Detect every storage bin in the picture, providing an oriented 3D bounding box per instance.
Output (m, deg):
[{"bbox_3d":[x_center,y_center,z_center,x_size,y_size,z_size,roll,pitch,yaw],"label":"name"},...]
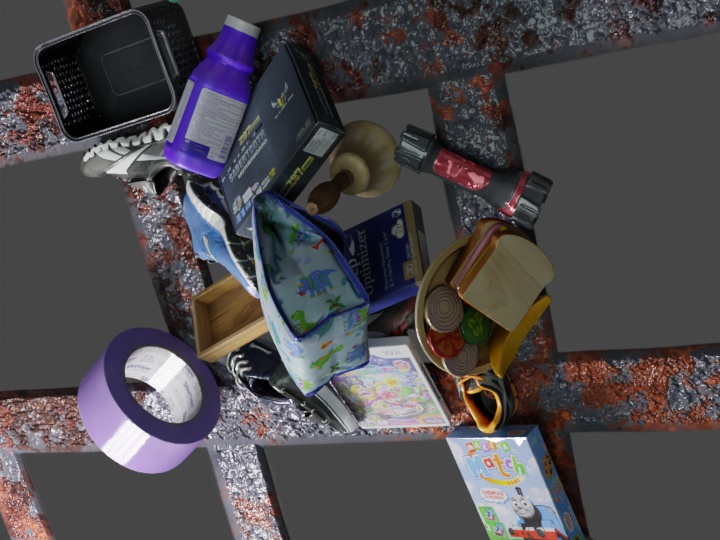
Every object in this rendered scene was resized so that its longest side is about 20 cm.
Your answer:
[{"bbox_3d":[-0.320,-0.267,1.308,0.197,0.094,0.137,-12,106,25],"label":"storage bin"}]

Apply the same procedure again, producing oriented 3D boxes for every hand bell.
[{"bbox_3d":[-0.024,-0.108,1.206,0.102,0.200,0.106,8,116,16],"label":"hand bell"}]

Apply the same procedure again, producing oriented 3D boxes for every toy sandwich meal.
[{"bbox_3d":[0.161,0.042,1.228,0.070,0.202,0.209,26,132,60],"label":"toy sandwich meal"}]

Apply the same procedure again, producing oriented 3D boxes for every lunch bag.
[{"bbox_3d":[-0.071,0.022,1.199,0.201,0.126,0.171,55,163,27],"label":"lunch bag"}]

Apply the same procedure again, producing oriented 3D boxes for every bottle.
[{"bbox_3d":[-0.185,-0.225,1.255,0.065,0.083,0.203,32,103,49],"label":"bottle"}]

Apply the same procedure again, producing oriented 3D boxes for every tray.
[{"bbox_3d":[-0.158,0.045,1.389,0.198,0.037,0.100,-30,57,30],"label":"tray"}]

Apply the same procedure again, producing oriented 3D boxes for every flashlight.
[{"bbox_3d":[0.138,-0.122,1.215,0.197,0.068,0.069,26,120,7],"label":"flashlight"}]

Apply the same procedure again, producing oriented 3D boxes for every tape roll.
[{"bbox_3d":[-0.312,0.191,1.447,0.200,0.200,0.085,45,119,-3],"label":"tape roll"}]

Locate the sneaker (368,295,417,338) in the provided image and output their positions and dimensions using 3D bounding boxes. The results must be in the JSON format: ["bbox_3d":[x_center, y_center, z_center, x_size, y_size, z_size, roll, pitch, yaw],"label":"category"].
[{"bbox_3d":[0.000,0.068,1.349,0.198,0.071,0.099,-26,104,30],"label":"sneaker"}]

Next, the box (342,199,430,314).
[{"bbox_3d":[0.000,0.000,1.300,0.198,0.032,0.123,-25,58,28],"label":"box"}]

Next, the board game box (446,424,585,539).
[{"bbox_3d":[0.218,0.311,1.362,0.150,0.036,0.203,-11,107,48],"label":"board game box"}]

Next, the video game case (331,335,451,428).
[{"bbox_3d":[0.032,0.160,1.354,0.141,0.018,0.201,-5,139,23],"label":"video game case"}]

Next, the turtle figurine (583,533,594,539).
[{"bbox_3d":[0.378,0.441,1.352,0.197,0.100,0.153,15,100,33],"label":"turtle figurine"}]

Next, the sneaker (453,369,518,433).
[{"bbox_3d":[0.153,0.127,1.314,0.077,0.077,0.202,-24,101,29],"label":"sneaker"}]

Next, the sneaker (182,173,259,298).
[{"bbox_3d":[-0.184,-0.038,1.363,0.201,0.078,0.090,53,136,19],"label":"sneaker"}]

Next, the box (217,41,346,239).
[{"bbox_3d":[-0.111,-0.164,1.249,0.050,0.159,0.200,15,130,-38],"label":"box"}]

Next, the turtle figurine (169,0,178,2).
[{"bbox_3d":[-0.262,-0.409,1.216,0.148,0.101,0.203,-23,86,11],"label":"turtle figurine"}]

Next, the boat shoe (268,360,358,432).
[{"bbox_3d":[-0.066,0.179,1.367,0.056,0.069,0.201,-38,137,-2],"label":"boat shoe"}]

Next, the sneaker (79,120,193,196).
[{"bbox_3d":[-0.311,-0.145,1.365,0.197,0.066,0.092,-13,85,23],"label":"sneaker"}]

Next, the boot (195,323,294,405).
[{"bbox_3d":[-0.167,0.133,1.430,0.196,0.090,0.074,14,117,14],"label":"boot"}]
